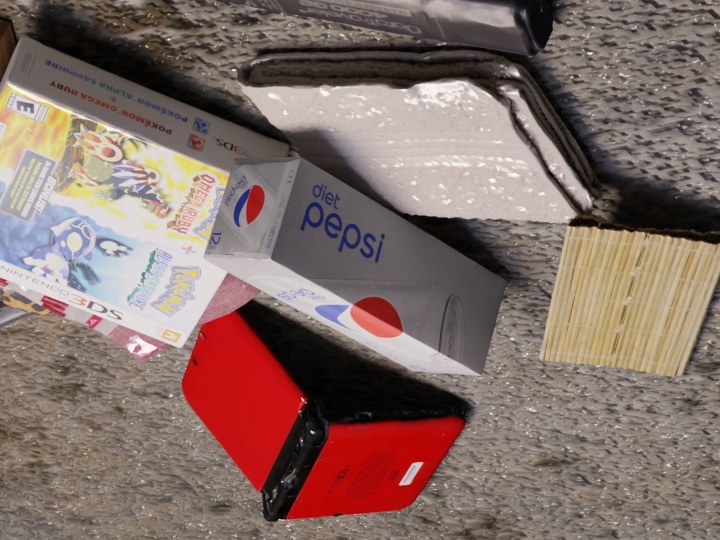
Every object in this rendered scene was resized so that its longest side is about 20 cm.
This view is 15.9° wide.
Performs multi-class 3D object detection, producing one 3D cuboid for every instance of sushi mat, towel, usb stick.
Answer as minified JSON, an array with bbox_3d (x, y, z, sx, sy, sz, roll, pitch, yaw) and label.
[{"bbox_3d":[0.163,0.017,1.556,0.095,0.012,0.200,9,155,2],"label":"sushi mat"},{"bbox_3d":[0.035,-0.076,1.503,0.199,0.035,0.133,3,145,38],"label":"towel"},{"bbox_3d":[0.009,-0.151,1.392,0.199,0.033,0.055,12,158,24],"label":"usb stick"},{"bbox_3d":[-0.186,-0.007,1.769,0.200,0.023,0.144,29,142,-28],"label":"towel"}]

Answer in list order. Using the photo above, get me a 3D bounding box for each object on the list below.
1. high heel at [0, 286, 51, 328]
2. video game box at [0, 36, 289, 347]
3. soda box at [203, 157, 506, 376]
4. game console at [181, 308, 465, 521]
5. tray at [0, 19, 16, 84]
[{"bbox_3d":[-0.298,-0.032,1.844,0.200,0.072,0.142,39,141,-26],"label":"high heel"},{"bbox_3d":[-0.163,-0.045,1.652,0.181,0.047,0.200,20,143,-11],"label":"video game box"},{"bbox_3d":[0.000,0.000,1.579,0.063,0.069,0.200,2,159,45],"label":"soda box"},{"bbox_3d":[-0.031,0.099,1.896,0.171,0.119,0.200,-3,158,-14],"label":"game console"},{"bbox_3d":[-0.267,-0.107,1.701,0.098,0.037,0.200,19,154,13],"label":"tray"}]
